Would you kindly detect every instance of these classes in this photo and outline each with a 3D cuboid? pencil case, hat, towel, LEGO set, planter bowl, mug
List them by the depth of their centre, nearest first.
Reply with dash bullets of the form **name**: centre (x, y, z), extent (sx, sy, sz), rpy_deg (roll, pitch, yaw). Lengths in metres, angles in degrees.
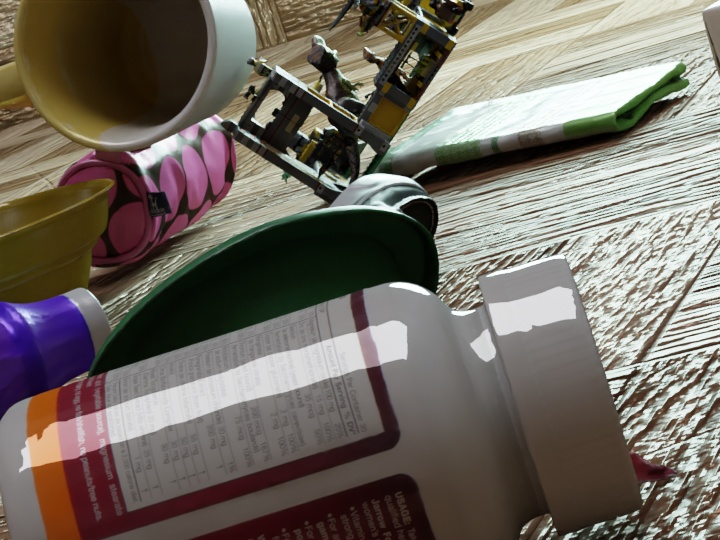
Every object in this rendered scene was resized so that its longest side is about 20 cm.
- **hat**: centre (-0.003, 0.087, 1.032), extent (0.166, 0.176, 0.200), rpy_deg (-23, -28, -15)
- **planter bowl**: centre (-0.247, 0.010, 1.738), extent (0.200, 0.084, 0.200), rpy_deg (-17, 9, 3)
- **mug**: centre (-0.163, -0.166, 1.841), extent (0.186, 0.150, 0.153), rpy_deg (17, 9, 16)
- **LEGO set**: centre (-0.021, -0.144, 1.868), extent (0.200, 0.116, 0.154), rpy_deg (-55, 10, 18)
- **towel**: centre (0.124, -0.102, 1.869), extent (0.200, 0.031, 0.149), rpy_deg (-10, 15, 32)
- **pencil case**: centre (-0.157, -0.069, 1.943), extent (0.091, 0.094, 0.200), rpy_deg (2, 15, 14)

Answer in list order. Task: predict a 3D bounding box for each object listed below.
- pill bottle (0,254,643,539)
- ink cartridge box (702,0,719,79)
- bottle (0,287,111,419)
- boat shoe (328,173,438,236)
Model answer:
- **pill bottle**: centre (-0.013, 0.068, 0.875), extent (0.200, 0.110, 0.110), rpy_deg (-18, 9, 3)
- **ink cartridge box**: centre (0.328, -0.168, 1.662), extent (0.146, 0.085, 0.200), rpy_deg (-12, 13, 33)
- **bottle**: centre (-0.234, 0.066, 1.443), extent (0.200, 0.065, 0.084), rpy_deg (-23, 9, -27)
- **boat shoe**: centre (0.000, 0.000, 1.410), extent (0.057, 0.069, 0.200), rpy_deg (8, 23, 26)
